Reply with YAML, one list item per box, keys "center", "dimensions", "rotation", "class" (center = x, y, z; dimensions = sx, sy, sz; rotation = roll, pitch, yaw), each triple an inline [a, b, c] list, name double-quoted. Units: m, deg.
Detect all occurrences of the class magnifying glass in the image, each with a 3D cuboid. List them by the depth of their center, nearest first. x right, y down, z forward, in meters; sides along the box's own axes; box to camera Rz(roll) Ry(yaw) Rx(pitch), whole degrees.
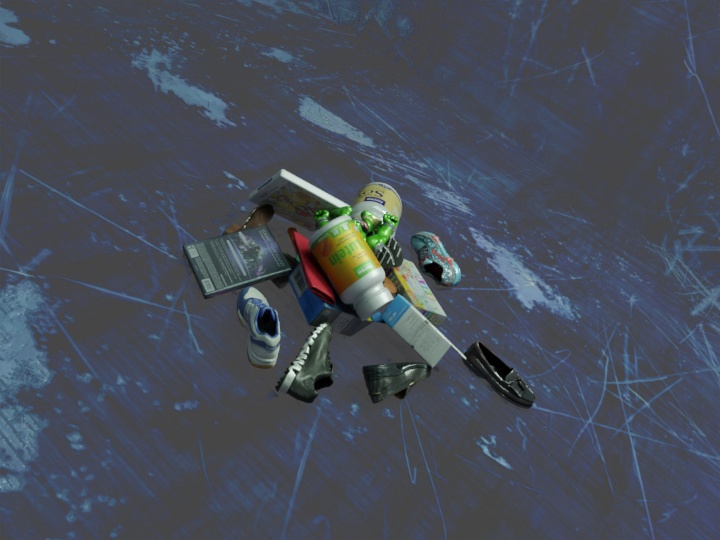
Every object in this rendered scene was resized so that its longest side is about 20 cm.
- center: [-0.141, -0.035, 1.360]
  dimensions: [0.078, 0.023, 0.202]
  rotation: [5, 40, -33]
  class: "magnifying glass"

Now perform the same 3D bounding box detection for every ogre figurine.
- center: [-0.017, -0.090, 1.290]
  dimensions: [0.195, 0.099, 0.122]
  rotation: [20, 45, -10]
  class: "ogre figurine"

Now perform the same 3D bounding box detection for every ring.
- center: [0.000, 0.000, 1.320]
  dimensions: [0.198, 0.019, 0.201]
  rotation: [32, 11, -7]
  class: "ring"

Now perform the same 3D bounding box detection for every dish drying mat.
- center: [-0.101, -0.008, 1.183]
  dimensions: [0.076, 0.018, 0.202]
  rotation: [32, 21, -36]
  class: "dish drying mat"

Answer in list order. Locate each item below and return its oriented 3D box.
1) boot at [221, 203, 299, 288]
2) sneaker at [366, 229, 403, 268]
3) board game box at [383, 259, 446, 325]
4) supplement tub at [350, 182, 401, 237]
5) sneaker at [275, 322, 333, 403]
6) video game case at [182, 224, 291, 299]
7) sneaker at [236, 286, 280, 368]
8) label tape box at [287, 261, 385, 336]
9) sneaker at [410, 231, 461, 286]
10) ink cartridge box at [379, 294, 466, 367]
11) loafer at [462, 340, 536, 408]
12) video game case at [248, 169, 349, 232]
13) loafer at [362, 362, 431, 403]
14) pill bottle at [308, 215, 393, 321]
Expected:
- center: [-0.198, -0.057, 1.304]
  dimensions: [0.198, 0.065, 0.186]
  rotation: [34, 46, 13]
  class: "boot"
- center: [0.020, -0.067, 1.399]
  dimensions: [0.197, 0.080, 0.090]
  rotation: [28, -6, 3]
  class: "sneaker"
- center: [0.126, 0.043, 1.419]
  dimensions: [0.133, 0.034, 0.202]
  rotation: [20, 31, -43]
  class: "board game box"
- center: [0.034, -0.139, 1.517]
  dimensions: [0.143, 0.147, 0.201]
  rotation: [26, 32, -3]
  class: "supplement tub"
- center: [-0.085, 0.183, 1.076]
  dimensions: [0.089, 0.067, 0.201]
  rotation: [33, 37, 1]
  class: "sneaker"
- center: [-0.265, -0.024, 1.196]
  dimensions: [0.196, 0.019, 0.144]
  rotation: [-17, 56, -29]
  class: "video game case"
- center: [-0.191, 0.091, 1.091]
  dimensions: [0.074, 0.089, 0.202]
  rotation: [4, 39, -30]
  class: "sneaker"
- center: [-0.053, 0.070, 1.236]
  dimensions: [0.198, 0.063, 0.146]
  rotation: [22, 29, -45]
  class: "label tape box"
- center: [0.199, -0.036, 1.571]
  dimensions: [0.094, 0.080, 0.201]
  rotation: [-10, 49, -42]
  class: "sneaker"
- center: [0.141, 0.149, 1.235]
  dimensions: [0.200, 0.068, 0.116]
  rotation: [43, 3, 12]
  class: "ink cartridge box"
- center: [0.334, 0.245, 1.310]
  dimensions: [0.198, 0.064, 0.072]
  rotation: [36, 33, 10]
  class: "loafer"
- center: [-0.152, -0.165, 1.363]
  dimensions: [0.197, 0.180, 0.023]
  rotation: [25, 65, -29]
  class: "video game case"
- center: [0.079, 0.229, 1.150]
  dimensions: [0.197, 0.072, 0.075]
  rotation: [4, 78, -44]
  class: "loafer"
- center: [-0.016, -0.002, 1.164]
  dimensions: [0.110, 0.111, 0.203]
  rotation: [-23, 77, -51]
  class: "pill bottle"
